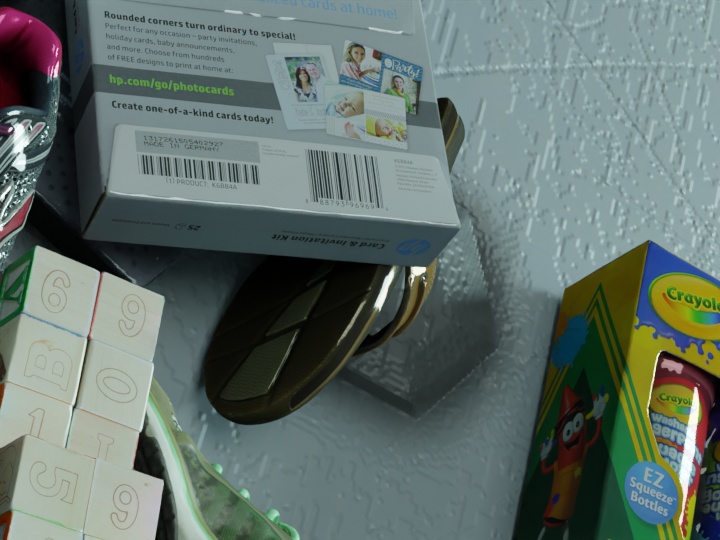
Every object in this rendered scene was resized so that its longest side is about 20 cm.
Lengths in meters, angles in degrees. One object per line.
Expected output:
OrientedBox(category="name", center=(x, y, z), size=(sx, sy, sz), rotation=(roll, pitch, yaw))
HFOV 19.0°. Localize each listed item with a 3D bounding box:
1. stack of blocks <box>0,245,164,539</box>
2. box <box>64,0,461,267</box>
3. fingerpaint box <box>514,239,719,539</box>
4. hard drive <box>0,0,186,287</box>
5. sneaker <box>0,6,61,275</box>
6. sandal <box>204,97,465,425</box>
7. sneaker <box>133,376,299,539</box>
OrientedBox(category="stack of blocks", center=(-0.126, 0.097, 0.792), size=(0.058, 0.115, 0.201), rotation=(24, 59, -27))
OrientedBox(category="box", center=(-0.047, -0.102, 0.915), size=(0.155, 0.041, 0.201), rotation=(4, 61, -23))
OrientedBox(category="fingerpaint box", center=(0.182, 0.107, 1.025), size=(0.199, 0.073, 0.167), rotation=(29, 56, -21))
OrientedBox(category="hard drive", center=(-0.095, -0.092, 0.948), size=(0.135, 0.042, 0.200), rotation=(43, 53, -10))
OrientedBox(category="sneaker", center=(-0.156, -0.029, 0.767), size=(0.080, 0.075, 0.200), rotation=(29, 30, -17))
OrientedBox(category="sandal", center=(0.000, 0.000, 0.963), size=(0.055, 0.081, 0.200), rotation=(57, 40, -27))
OrientedBox(category="sneaker", center=(-0.053, 0.117, 0.851), size=(0.088, 0.077, 0.200), rotation=(4, 45, -48))
